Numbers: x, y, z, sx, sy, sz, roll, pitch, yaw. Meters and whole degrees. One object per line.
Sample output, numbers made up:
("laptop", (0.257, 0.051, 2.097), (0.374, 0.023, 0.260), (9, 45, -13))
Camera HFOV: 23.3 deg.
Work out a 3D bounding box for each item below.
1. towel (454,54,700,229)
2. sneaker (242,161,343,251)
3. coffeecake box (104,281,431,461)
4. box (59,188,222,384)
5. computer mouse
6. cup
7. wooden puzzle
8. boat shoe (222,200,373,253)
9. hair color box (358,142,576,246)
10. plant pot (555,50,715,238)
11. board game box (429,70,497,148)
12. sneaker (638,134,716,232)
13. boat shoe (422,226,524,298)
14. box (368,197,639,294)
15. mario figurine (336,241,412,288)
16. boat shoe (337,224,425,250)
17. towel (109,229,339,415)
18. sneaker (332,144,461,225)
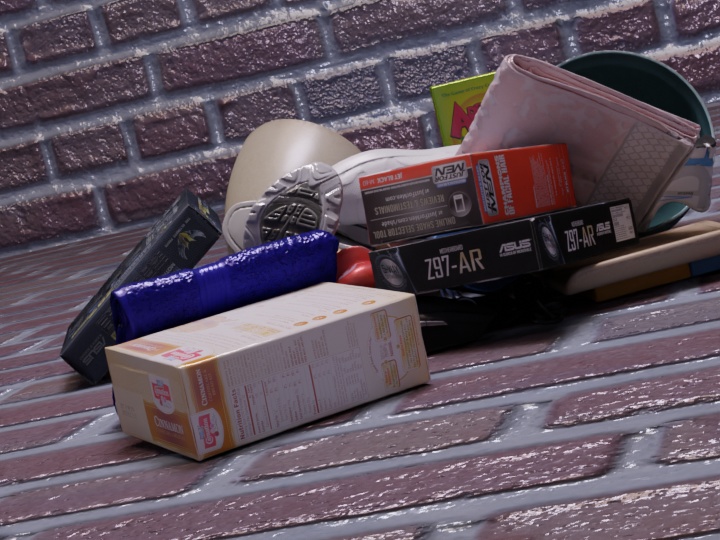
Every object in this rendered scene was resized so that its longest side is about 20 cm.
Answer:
("towel", (0.188, -0.098, 1.610), (0.190, 0.032, 0.200), (21, -39, -3))
("sneaker", (-0.072, -0.005, 1.586), (0.078, 0.201, 0.099), (27, 4, 7))
("coffeecake box", (-0.073, 0.072, 1.336), (0.199, 0.074, 0.153), (-16, 11, -27))
("box", (-0.222, 0.013, 1.779), (0.200, 0.051, 0.158), (-50, 10, 2))
("computer mouse", (0.073, 0.034, 1.498), (0.198, 0.046, 0.140), (-13, 8, 3))
("cup", (-0.085, -0.059, 2.097), (0.199, 0.201, 0.144), (-8, 35, 36))
("wooden puzzle", (0.251, -0.006, 1.557), (0.184, 0.038, 0.200), (-15, 2, -5))
("boat shoe", (-0.044, -0.015, 1.770), (0.199, 0.074, 0.060), (18, -2, 4))
("hair color box", (0.096, -0.067, 1.509), (0.110, 0.064, 0.200), (-10, 2, 29))
("plant pot", (0.255, -0.105, 1.793), (0.199, 0.202, 0.134), (-14, -20, -2))
("board game box", (0.147, -0.115, 1.918), (0.101, 0.202, 0.048), (-13, 7, 2))
("sneaker", (0.243, -0.077, 1.679), (0.198, 0.087, 0.075), (-3, 15, 15))
("boat shoe", (0.107, -0.002, 1.678), (0.068, 0.085, 0.199), (-18, -13, 33))
("box", (0.126, -0.019, 1.493), (0.159, 0.044, 0.199), (-11, 1, 34))
("mario figurine", (0.000, 0.000, 1.633), (0.105, 0.125, 0.200), (4, 4, 6))
("boat shoe", (0.030, -0.037, 1.822), (0.198, 0.071, 0.070), (5, 53, 14))
("towel", (-0.109, 0.050, 1.447), (0.199, 0.148, 0.050), (-18, 51, -22))
("sneaker", (0.052, -0.065, 1.748), (0.198, 0.074, 0.116), (-12, 39, -9))
